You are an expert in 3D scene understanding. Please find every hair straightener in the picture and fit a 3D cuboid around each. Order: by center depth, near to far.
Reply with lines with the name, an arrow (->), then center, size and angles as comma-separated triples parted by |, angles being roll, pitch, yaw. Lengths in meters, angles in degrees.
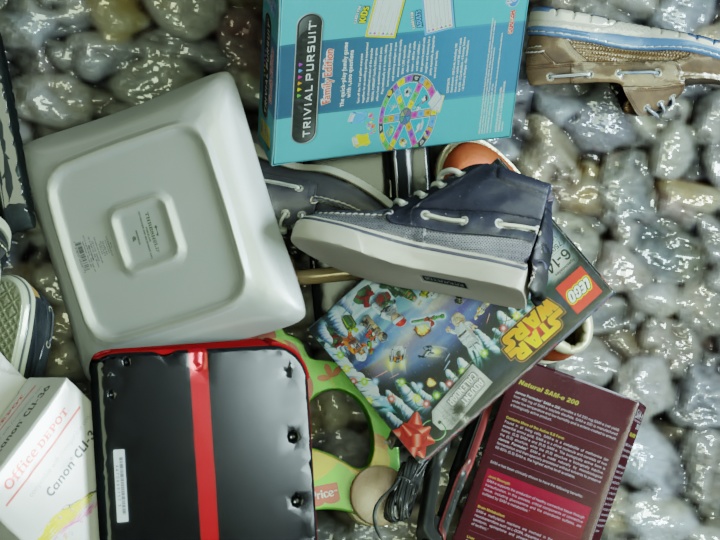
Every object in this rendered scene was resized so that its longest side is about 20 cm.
hair straightener -> 0.045, 0.160, 1.615 | 0.077, 0.041, 0.201 | 29, 53, -9

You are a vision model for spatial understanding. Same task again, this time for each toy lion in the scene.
toy lion -> -0.074, 0.122, 1.640 | 0.198, 0.069, 0.194 | -9, 85, -8

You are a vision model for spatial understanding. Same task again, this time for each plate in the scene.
plate -> -0.161, -0.029, 1.588 | 0.198, 0.032, 0.201 | -17, 91, 20

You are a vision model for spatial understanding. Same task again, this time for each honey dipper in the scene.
honey dipper -> 0.000, 0.000, 1.625 | 0.198, 0.038, 0.038 | -6, 92, 5

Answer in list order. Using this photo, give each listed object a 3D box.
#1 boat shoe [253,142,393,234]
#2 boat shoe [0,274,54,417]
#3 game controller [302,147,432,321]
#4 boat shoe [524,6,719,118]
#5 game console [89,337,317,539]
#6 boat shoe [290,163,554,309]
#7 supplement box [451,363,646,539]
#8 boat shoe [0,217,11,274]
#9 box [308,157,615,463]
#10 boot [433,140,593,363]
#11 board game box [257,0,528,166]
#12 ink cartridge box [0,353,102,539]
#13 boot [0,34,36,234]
boat shoe -> -0.059, -0.048, 1.604 | 0.199, 0.073, 0.063 | 22, 56, 13
boat shoe -> -0.281, 0.104, 1.597 | 0.074, 0.062, 0.202 | 11, 87, 25
game controller -> 0.009, -0.038, 1.662 | 0.103, 0.042, 0.202 | -4, 91, 6
boat shoe -> 0.230, -0.162, 1.677 | 0.198, 0.072, 0.073 | 11, 94, 2
game console -> -0.117, 0.156, 1.555 | 0.175, 0.031, 0.202 | -3, 88, -23
boat shoe -> 0.053, -0.037, 1.540 | 0.198, 0.075, 0.094 | 13, 74, 11
supplement box -> 0.145, 0.183, 1.652 | 0.108, 0.061, 0.202 | 20, 88, 16
boat shoe -> -0.336, 0.041, 1.559 | 0.072, 0.068, 0.200 | 29, 116, -31
box -> 0.077, 0.031, 1.579 | 0.200, 0.040, 0.137 | -42, 81, 6
boot -> 0.127, -0.019, 1.641 | 0.075, 0.107, 0.201 | -29, 93, -5
board game box -> 0.024, -0.165, 1.572 | 0.198, 0.047, 0.152 | -7, 129, -15
ink cartridge box -> -0.229, 0.161, 1.539 | 0.200, 0.067, 0.117 | 48, 61, -25
boot -> -0.348, -0.108, 1.582 | 0.166, 0.076, 0.202 | -11, 85, -3
